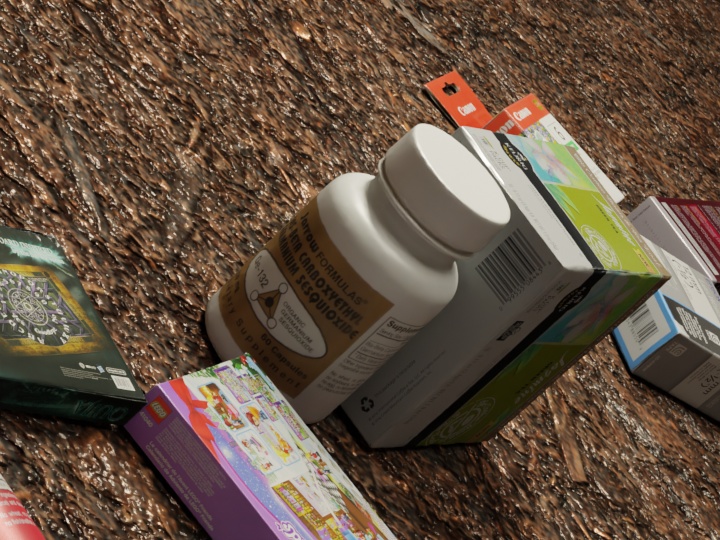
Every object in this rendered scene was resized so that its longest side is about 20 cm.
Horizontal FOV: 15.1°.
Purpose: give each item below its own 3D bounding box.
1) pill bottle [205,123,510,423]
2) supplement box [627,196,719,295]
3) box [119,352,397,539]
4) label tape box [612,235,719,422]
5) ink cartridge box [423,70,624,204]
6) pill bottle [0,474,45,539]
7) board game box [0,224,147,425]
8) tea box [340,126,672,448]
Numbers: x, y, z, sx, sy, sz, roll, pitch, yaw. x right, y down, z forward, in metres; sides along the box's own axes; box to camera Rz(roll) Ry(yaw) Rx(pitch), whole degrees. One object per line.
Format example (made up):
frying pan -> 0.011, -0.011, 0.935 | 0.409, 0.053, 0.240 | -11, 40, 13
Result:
pill bottle -> 0.000, 0.000, 1.822 | 0.114, 0.200, 0.114 | 39, 22, -19
supplement box -> 0.331, -0.013, 2.680 | 0.109, 0.061, 0.200 | 55, 23, 18
box -> -0.049, 0.147, 1.692 | 0.200, 0.039, 0.137 | 51, 21, 9
label tape box -> 0.305, 0.060, 2.495 | 0.200, 0.066, 0.143 | 27, 29, -39
ink cartridge box -> 0.154, -0.119, 2.539 | 0.200, 0.050, 0.109 | 49, 21, 3
pill bottle -> -0.212, 0.137, 1.295 | 0.200, 0.112, 0.112 | 53, 22, 15
board game box -> -0.223, 0.023, 1.592 | 0.200, 0.028, 0.135 | 15, 38, -54
tea box -> 0.082, 0.015, 1.955 | 0.134, 0.200, 0.197 | 54, 22, 18
